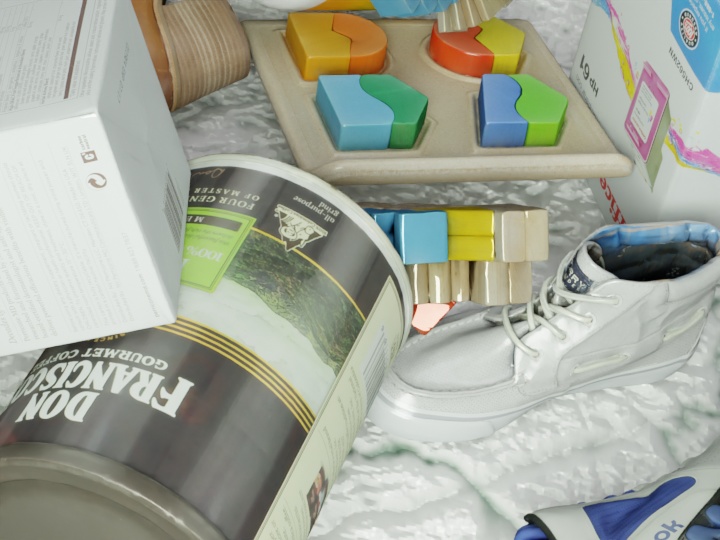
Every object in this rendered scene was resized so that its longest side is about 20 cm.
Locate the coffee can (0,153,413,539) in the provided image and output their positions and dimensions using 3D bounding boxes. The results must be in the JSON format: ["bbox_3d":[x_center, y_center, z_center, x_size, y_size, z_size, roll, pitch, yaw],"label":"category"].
[{"bbox_3d":[-0.076,0.066,0.824,0.146,0.147,0.200,22,46,6],"label":"coffee can"}]

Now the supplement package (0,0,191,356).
[{"bbox_3d":[-0.184,-0.034,0.777,0.199,0.110,0.114,-11,37,8],"label":"supplement package"}]

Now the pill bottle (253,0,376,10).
[{"bbox_3d":[-0.018,-0.207,1.068,0.199,0.111,0.111,-9,48,-49],"label":"pill bottle"}]

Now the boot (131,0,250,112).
[{"bbox_3d":[-0.172,-0.160,1.058,0.154,0.074,0.200,-20,53,-23],"label":"boot"}]

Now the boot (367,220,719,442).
[{"bbox_3d":[0.095,0.021,0.939,0.199,0.096,0.074,-14,53,-25],"label":"boot"}]

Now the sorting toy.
[{"bbox_3d":[0.038,-0.105,1.042,0.184,0.037,0.200,-3,32,-16],"label":"sorting toy"}]

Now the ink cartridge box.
[{"bbox_3d":[0.186,-0.108,1.011,0.084,0.201,0.145,-7,50,-14],"label":"ink cartridge box"}]

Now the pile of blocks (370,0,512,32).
[{"bbox_3d":[0.059,-0.174,1.025,0.062,0.083,0.199,0,11,41],"label":"pile of blocks"}]

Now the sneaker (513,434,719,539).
[{"bbox_3d":[0.136,0.123,0.858,0.114,0.081,0.199,0,20,25],"label":"sneaker"}]

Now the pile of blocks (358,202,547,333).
[{"bbox_3d":[0.000,0.000,0.911,0.199,0.063,0.082,2,7,36],"label":"pile of blocks"}]
